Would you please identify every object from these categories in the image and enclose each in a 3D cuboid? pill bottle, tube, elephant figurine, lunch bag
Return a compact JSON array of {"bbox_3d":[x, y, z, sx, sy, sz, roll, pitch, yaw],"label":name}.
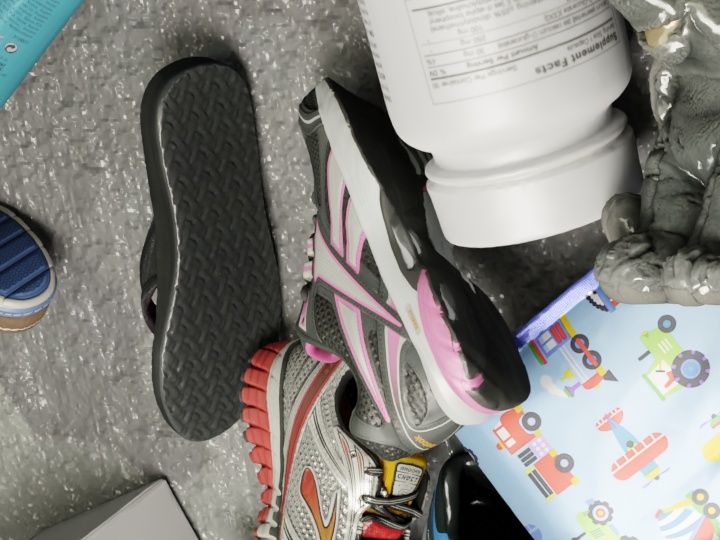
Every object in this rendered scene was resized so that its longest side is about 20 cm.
[{"bbox_3d":[0.056,-0.120,1.059,0.113,0.113,0.201,-5,108,34],"label":"pill bottle"},{"bbox_3d":[-0.156,-0.165,1.219,0.077,0.050,0.200,43,123,3],"label":"tube"},{"bbox_3d":[0.162,-0.087,0.988,0.141,0.155,0.201,-1,91,17],"label":"elephant figurine"},{"bbox_3d":[0.159,0.054,1.099,0.200,0.094,0.151,-40,85,29],"label":"lunch bag"}]

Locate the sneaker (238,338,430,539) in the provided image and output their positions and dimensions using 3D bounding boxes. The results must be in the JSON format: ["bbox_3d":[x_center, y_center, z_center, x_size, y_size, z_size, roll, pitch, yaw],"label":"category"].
[{"bbox_3d":[-0.008,0.123,1.196,0.082,0.078,0.201,-18,70,30],"label":"sneaker"}]

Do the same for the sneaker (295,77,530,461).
[{"bbox_3d":[0.000,0.000,1.115,0.086,0.080,0.201,-37,49,22],"label":"sneaker"}]

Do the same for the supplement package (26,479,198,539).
[{"bbox_3d":[-0.132,0.242,1.342,0.121,0.120,0.201,-26,96,39],"label":"supplement package"}]

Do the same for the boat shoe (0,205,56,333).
[{"bbox_3d":[-0.246,-0.006,1.339,0.199,0.072,0.073,28,129,31],"label":"boat shoe"}]

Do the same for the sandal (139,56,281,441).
[{"bbox_3d":[-0.082,-0.012,1.235,0.048,0.075,0.202,22,117,52],"label":"sandal"}]

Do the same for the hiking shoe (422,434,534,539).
[{"bbox_3d":[0.087,0.174,1.148,0.200,0.074,0.087,51,164,31],"label":"hiking shoe"}]
